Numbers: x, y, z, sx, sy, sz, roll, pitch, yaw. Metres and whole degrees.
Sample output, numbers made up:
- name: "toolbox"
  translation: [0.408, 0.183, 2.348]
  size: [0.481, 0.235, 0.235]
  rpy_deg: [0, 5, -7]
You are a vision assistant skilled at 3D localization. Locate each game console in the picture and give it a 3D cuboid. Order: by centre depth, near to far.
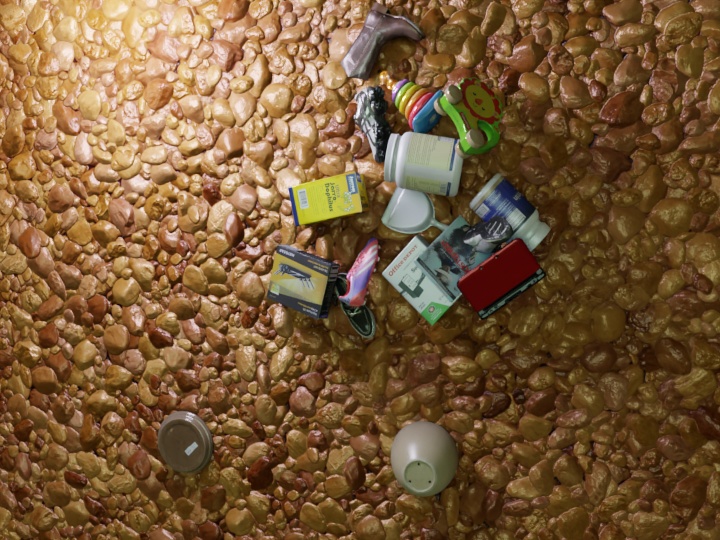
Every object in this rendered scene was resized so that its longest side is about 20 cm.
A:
- name: "game console"
  translation: [0.366, 0.023, 1.492]
  size: [0.198, 0.172, 0.120]
  rpy_deg: [-36, 79, 14]

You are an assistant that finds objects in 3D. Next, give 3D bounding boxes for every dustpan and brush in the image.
- name: "dustpan and brush"
  translation: [0.173, -0.147, 1.577]
  size: [0.197, 0.057, 0.142]
  rpy_deg: [27, 89, 16]

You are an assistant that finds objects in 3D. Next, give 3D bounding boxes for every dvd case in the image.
- name: "dvd case"
  translation: [0.252, -0.034, 1.522]
  size: [0.146, 0.022, 0.199]
  rpy_deg: [46, 66, 4]

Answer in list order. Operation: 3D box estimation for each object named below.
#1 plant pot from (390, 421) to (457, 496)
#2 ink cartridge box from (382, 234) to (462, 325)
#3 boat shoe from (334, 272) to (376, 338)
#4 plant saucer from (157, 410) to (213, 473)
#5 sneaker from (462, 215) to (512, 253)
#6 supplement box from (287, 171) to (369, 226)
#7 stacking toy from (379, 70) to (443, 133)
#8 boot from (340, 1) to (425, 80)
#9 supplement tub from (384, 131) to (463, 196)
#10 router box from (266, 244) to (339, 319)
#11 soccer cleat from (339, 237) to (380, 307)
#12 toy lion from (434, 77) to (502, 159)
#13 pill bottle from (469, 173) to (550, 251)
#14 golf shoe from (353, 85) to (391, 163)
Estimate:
- name: "plant pot"
  translation: [0.171, 0.543, 1.605]
  size: [0.195, 0.134, 0.206]
  rpy_deg: [1, 96, 13]
- name: "ink cartridge box"
  translation: [0.176, 0.023, 1.573]
  size: [0.200, 0.083, 0.147]
  rpy_deg: [44, 103, 5]
- name: "boat shoe"
  translation: [-0.022, 0.104, 1.637]
  size: [0.070, 0.064, 0.203]
  rpy_deg: [-30, 89, 14]
- name: "plant saucer"
  translation: [-0.561, 0.549, 1.828]
  size: [0.194, 0.029, 0.206]
  rpy_deg: [1, 96, 12]
- name: "sneaker"
  translation: [0.334, -0.083, 1.449]
  size: [0.079, 0.200, 0.074]
  rpy_deg: [41, 81, -9]
- name: "supplement box"
  translation: [-0.086, -0.196, 1.596]
  size: [0.195, 0.109, 0.113]
  rpy_deg: [-11, 93, 14]
- name: "stacking toy"
  translation: [0.123, -0.464, 1.533]
  size: [0.200, 0.110, 0.116]
  rpy_deg: [43, 90, 16]
- name: "boot"
  translation: [0.056, -0.585, 1.545]
  size: [0.185, 0.064, 0.203]
  rpy_deg: [35, 100, 21]
- name: "supplement tub"
  translation: [0.168, -0.280, 1.506]
  size: [0.194, 0.145, 0.149]
  rpy_deg: [11, 98, 8]
- name: "router box"
  translation: [-0.166, 0.031, 1.640]
  size: [0.196, 0.052, 0.162]
  rpy_deg: [19, 101, 29]
- name: "soccer cleat"
  translation: [0.000, 0.000, 1.592]
  size: [0.075, 0.067, 0.205]
  rpy_deg: [18, 79, -12]
- name: "toy lion"
  translation: [0.292, -0.394, 1.457]
  size: [0.069, 0.188, 0.204]
  rpy_deg: [-39, 71, 54]
- name: "pill bottle"
  translation: [0.387, -0.143, 1.491]
  size: [0.200, 0.116, 0.116]
  rpy_deg: [45, 103, 4]
- name: "golf shoe"
  translation: [0.031, -0.394, 1.577]
  size: [0.093, 0.077, 0.206]
  rpy_deg: [1, 101, 37]
